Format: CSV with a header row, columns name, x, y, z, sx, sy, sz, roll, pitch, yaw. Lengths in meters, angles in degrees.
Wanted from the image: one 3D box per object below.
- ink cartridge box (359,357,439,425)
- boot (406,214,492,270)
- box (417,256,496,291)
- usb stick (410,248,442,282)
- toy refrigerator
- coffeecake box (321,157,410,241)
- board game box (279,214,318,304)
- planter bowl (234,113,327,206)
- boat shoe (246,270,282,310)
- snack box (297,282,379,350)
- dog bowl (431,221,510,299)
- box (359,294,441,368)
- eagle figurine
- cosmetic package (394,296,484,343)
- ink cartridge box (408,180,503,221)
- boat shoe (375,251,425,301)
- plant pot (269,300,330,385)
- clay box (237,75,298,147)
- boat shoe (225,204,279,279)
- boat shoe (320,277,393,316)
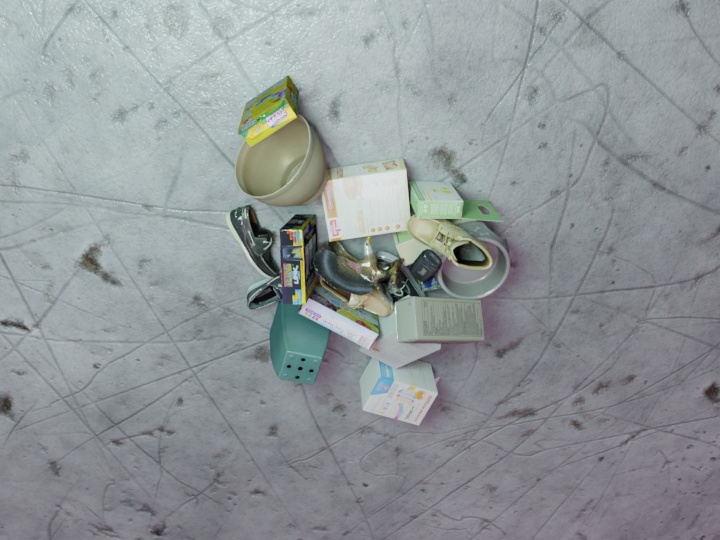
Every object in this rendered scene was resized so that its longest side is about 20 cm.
name,x,y,z,sx,sy,sz,roll,pitch,yaw
ink cartridge box,0.114,0.323,1.758,0.198,0.126,0.129,18,119,-15
boot,0.189,-0.061,1.373,0.198,0.155,0.073,28,101,2
box,0.238,-0.009,1.596,0.197,0.070,0.065,-12,123,2
usb stick,0.148,-0.009,1.457,0.055,0.200,0.033,44,81,4
toy refrigerator,0.181,-0.092,1.537,0.198,0.076,0.070,-22,121,10
coffeecake box,0.012,-0.163,1.480,0.197,0.073,0.155,-8,121,0
board game box,-0.138,-0.030,1.451,0.056,0.200,0.168,1,104,4
planter bowl,-0.152,-0.221,1.378,0.199,0.202,0.134,-35,146,16
boat shoe,-0.198,0.039,1.590,0.198,0.068,0.072,-24,121,9
snack box,-0.052,0.106,1.579,0.199,0.142,0.053,29,104,-9
dog bowl,0.264,-0.016,1.516,0.197,0.059,0.202,-3,123,-5
box,0.105,0.161,1.625,0.124,0.098,0.200,28,146,-20
eagle figurine,0.000,-0.007,1.505,0.197,0.153,0.152,0,152,11
cosmetic package,0.187,0.120,1.507,0.198,0.105,0.087,6,166,-30
ink cartridge box,0.216,-0.159,1.456,0.197,0.146,0.049,0,115,-5
boat shoe,0.092,0.037,1.604,0.073,0.068,0.200,-5,135,38
plant pot,-0.152,0.183,1.606,0.140,0.201,0.142,13,121,-12
clay box,-0.184,-0.321,1.291,0.114,0.201,0.048,-29,120,14
boat shoe,-0.243,-0.065,1.520,0.067,0.072,0.201,-21,119,13
boat shoe,-0.014,0.062,1.576,0.199,0.069,0.074,30,130,9
